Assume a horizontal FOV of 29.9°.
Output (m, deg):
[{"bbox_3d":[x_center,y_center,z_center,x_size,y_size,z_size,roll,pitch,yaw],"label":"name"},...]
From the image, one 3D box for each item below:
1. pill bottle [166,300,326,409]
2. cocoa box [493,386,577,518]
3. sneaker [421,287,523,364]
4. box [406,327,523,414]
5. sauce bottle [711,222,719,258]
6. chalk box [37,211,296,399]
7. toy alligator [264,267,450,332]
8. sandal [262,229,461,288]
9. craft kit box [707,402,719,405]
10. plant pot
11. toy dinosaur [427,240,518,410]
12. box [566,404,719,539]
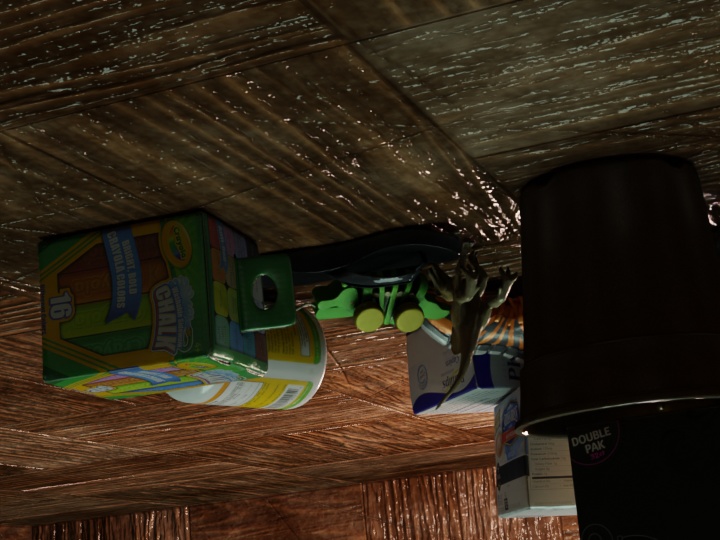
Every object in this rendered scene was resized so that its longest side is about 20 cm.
[{"bbox_3d":[-0.139,0.081,1.363,0.111,0.112,0.200,-18,161,41],"label":"pill bottle"},{"bbox_3d":[0.225,0.198,1.473,0.133,0.132,0.200,-2,167,-4],"label":"cocoa box"},{"bbox_3d":[0.160,0.037,1.408,0.199,0.078,0.112,15,138,-22],"label":"sneaker"},{"bbox_3d":[0.179,0.101,1.568,0.199,0.105,0.184,0,165,-21],"label":"box"},{"bbox_3d":[0.359,-0.049,1.138,0.066,0.066,0.200,0,165,-19],"label":"sauce bottle"},{"bbox_3d":[-0.154,0.030,1.141,0.199,0.125,0.124,-11,165,16],"label":"chalk box"},{"bbox_3d":[-0.002,0.022,1.315,0.199,0.059,0.054,2,122,-18],"label":"toy alligator"},{"bbox_3d":[0.000,0.000,1.238,0.199,0.043,0.076,-10,165,19],"label":"sandal"},{"bbox_3d":[0.414,0.067,1.190,0.199,0.049,0.198,-18,-162,26],"label":"craft kit box"},{"bbox_3d":[0.213,0.024,1.098,0.199,0.199,0.200,-6,165,-1],"label":"plant pot"},{"bbox_3d":[0.101,0.041,1.239,0.058,0.200,0.101,15,122,-11],"label":"toy dinosaur"},{"bbox_3d":[0.256,0.215,1.050,0.148,0.201,0.124,-11,163,23],"label":"box"}]
